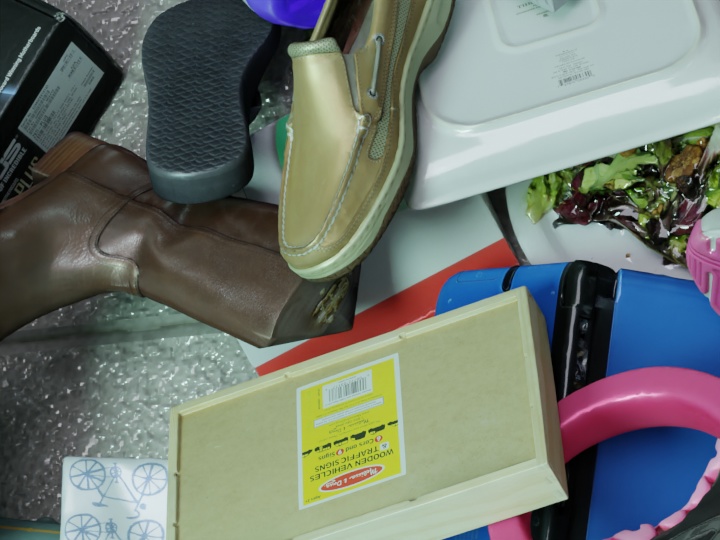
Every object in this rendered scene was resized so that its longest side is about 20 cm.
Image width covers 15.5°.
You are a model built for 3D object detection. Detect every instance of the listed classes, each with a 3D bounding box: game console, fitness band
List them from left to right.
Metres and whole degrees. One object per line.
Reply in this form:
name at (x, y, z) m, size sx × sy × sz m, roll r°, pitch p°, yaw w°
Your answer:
game console at (0.122, 0.104, 1.352) m, size 0.171 × 0.118 × 0.200 m, roll -5°, pitch 73°, yaw 53°
fitness band at (0.141, 0.117, 1.211) m, size 0.144 × 0.037 × 0.200 m, roll -41°, pitch 38°, yaw -8°

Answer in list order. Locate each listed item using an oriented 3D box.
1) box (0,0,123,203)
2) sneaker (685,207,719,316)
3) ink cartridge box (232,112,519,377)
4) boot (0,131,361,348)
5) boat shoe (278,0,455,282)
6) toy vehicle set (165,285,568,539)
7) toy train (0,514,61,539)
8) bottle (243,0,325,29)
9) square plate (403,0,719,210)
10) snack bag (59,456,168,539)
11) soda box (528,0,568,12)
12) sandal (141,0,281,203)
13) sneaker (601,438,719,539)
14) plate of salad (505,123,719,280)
box at (-0.264, -0.079, 1.544) m, size 0.164 × 0.086 × 0.200 m, roll 27°, pitch 81°, yaw 28°
sneaker at (0.259, -0.003, 1.307) m, size 0.200 × 0.081 × 0.088 m, roll 13°, pitch 58°, yaw -6°
ink cartridge box at (0.000, 0.000, 1.436) m, size 0.161 × 0.050 × 0.200 m, roll -28°, pitch 60°, yaw 9°
boot at (-0.113, 0.015, 1.393) m, size 0.200 × 0.064 × 0.186 m, roll 21°, pitch 58°, yaw 23°
boat shoe at (-0.012, -0.093, 1.364) m, size 0.072 × 0.076 × 0.200 m, roll -8°, pitch 55°, yaw 36°
toy vehicle set at (-0.001, 0.088, 1.292) m, size 0.200 × 0.027 × 0.124 m, roll -19°, pitch 40°, yaw 15°
toy train at (-0.177, 0.184, 1.415) m, size 0.200 × 0.085 × 0.114 m, roll 2°, pitch 59°, yaw 23°
bottle at (-0.069, -0.217, 1.518) m, size 0.200 × 0.065 × 0.084 m, roll 49°, pitch 122°, yaw 43°
square plate at (0.102, -0.134, 1.415) m, size 0.200 × 0.028 × 0.198 m, roll -17°, pitch 47°, yaw 5°
snack bag at (-0.066, 0.192, 1.330) m, size 0.188 × 0.021 × 0.200 m, roll 3°, pitch 69°, yaw 2°
soda box at (0.142, -0.227, 1.420) m, size 0.200 × 0.064 × 0.068 m, roll -41°, pitch 49°, yaw -22°
sandal at (-0.086, -0.094, 1.469) m, size 0.076 × 0.043 × 0.200 m, roll -3°, pitch 37°, yaw 9°
sneaker at (0.186, 0.125, 1.253) m, size 0.200 × 0.095 × 0.079 m, roll -42°, pitch 102°, yaw -13°
plate of salad at (0.169, -0.063, 1.395) m, size 0.200 × 0.048 × 0.200 m, roll -7°, pitch 68°, yaw 18°
